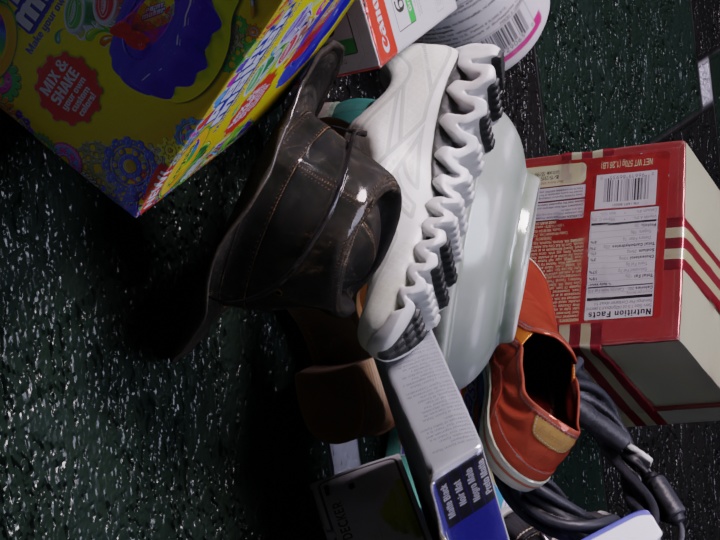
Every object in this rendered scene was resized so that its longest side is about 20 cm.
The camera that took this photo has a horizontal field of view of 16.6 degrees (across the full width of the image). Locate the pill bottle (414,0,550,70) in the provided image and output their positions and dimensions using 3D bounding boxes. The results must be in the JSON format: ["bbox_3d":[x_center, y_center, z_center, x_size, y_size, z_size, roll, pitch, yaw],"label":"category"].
[{"bbox_3d":[0.040,-0.218,1.569,0.200,0.113,0.114,56,38,-52],"label":"pill bottle"}]

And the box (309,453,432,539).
[{"bbox_3d":[0.033,0.227,1.502,0.117,0.060,0.200,-112,-177,-59],"label":"box"}]

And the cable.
[{"bbox_3d":[0.147,0.123,1.673,0.200,0.051,0.164,15,49,-50],"label":"cable"}]

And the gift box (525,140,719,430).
[{"bbox_3d":[0.203,0.006,1.843,0.187,0.184,0.201,45,50,-55],"label":"gift box"}]

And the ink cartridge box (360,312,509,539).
[{"bbox_3d":[0.061,0.147,1.402,0.200,0.040,0.200,-110,-178,-51],"label":"ink cartridge box"}]

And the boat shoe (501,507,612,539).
[{"bbox_3d":[0.135,0.199,1.691,0.200,0.060,0.074,7,83,-67],"label":"boat shoe"}]

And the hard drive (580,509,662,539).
[{"bbox_3d":[0.126,0.228,1.622,0.025,0.132,0.200,59,-14,22],"label":"hard drive"}]

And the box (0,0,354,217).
[{"bbox_3d":[-0.066,-0.162,1.169,0.122,0.200,0.193,39,30,3],"label":"box"}]

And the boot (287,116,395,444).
[{"bbox_3d":[0.000,0.000,1.510,0.155,0.073,0.201,-25,117,-69],"label":"boot"}]

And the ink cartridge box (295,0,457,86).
[{"bbox_3d":[-0.030,-0.135,1.391,0.200,0.109,0.051,-45,122,-60],"label":"ink cartridge box"}]

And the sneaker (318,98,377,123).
[{"bbox_3d":[0.035,-0.051,1.573,0.200,0.080,0.072,43,46,-59],"label":"sneaker"}]

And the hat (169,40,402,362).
[{"bbox_3d":[-0.025,-0.021,1.306,0.201,0.081,0.201,26,90,-90],"label":"hat"}]

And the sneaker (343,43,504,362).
[{"bbox_3d":[0.024,-0.042,1.392,0.075,0.081,0.201,83,21,-63],"label":"sneaker"}]

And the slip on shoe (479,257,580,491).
[{"bbox_3d":[0.114,0.057,1.614,0.074,0.061,0.200,33,34,-23],"label":"slip on shoe"}]

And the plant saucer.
[{"bbox_3d":[0.081,-0.011,1.549,0.200,0.050,0.201,9,90,-85],"label":"plant saucer"}]

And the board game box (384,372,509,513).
[{"bbox_3d":[0.075,0.140,1.691,0.200,0.045,0.153,57,37,-51],"label":"board game box"}]
